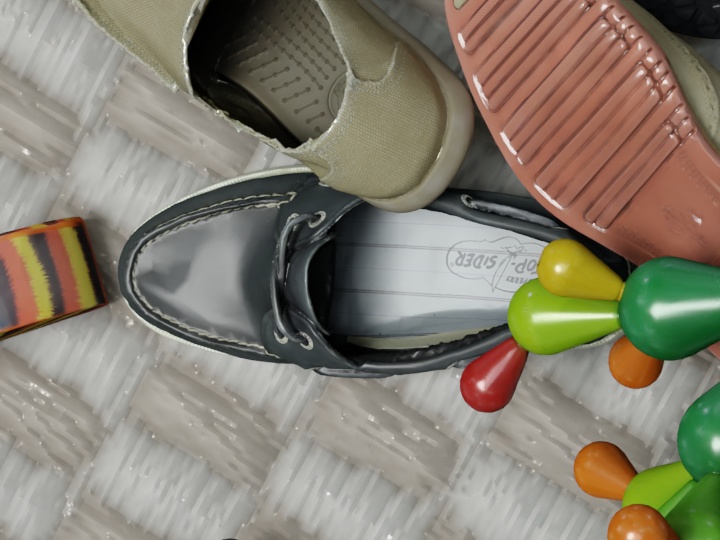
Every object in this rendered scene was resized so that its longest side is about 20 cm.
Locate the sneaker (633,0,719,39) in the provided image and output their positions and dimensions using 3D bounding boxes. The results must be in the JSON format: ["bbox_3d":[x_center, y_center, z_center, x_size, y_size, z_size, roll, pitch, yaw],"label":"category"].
[{"bbox_3d":[0.163,-0.167,1.027,0.200,0.071,0.083,-48,35,24],"label":"sneaker"}]

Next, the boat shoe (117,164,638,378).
[{"bbox_3d":[0.000,0.002,1.064,0.198,0.066,0.075,7,95,15],"label":"boat shoe"}]

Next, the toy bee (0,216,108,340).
[{"bbox_3d":[-0.196,0.035,1.097,0.200,0.109,0.131,-40,84,12],"label":"toy bee"}]

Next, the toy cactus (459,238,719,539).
[{"bbox_3d":[0.122,0.031,0.946,0.165,0.102,0.200,-56,38,5],"label":"toy cactus"}]

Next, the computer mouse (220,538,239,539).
[{"bbox_3d":[-0.115,0.173,1.116,0.199,0.046,0.141,-6,95,10],"label":"computer mouse"}]

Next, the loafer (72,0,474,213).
[{"bbox_3d":[-0.044,-0.094,1.054,0.200,0.068,0.076,35,97,30],"label":"loafer"}]

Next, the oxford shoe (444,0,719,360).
[{"bbox_3d":[0.108,-0.042,1.034,0.200,0.074,0.071,50,124,3],"label":"oxford shoe"}]
